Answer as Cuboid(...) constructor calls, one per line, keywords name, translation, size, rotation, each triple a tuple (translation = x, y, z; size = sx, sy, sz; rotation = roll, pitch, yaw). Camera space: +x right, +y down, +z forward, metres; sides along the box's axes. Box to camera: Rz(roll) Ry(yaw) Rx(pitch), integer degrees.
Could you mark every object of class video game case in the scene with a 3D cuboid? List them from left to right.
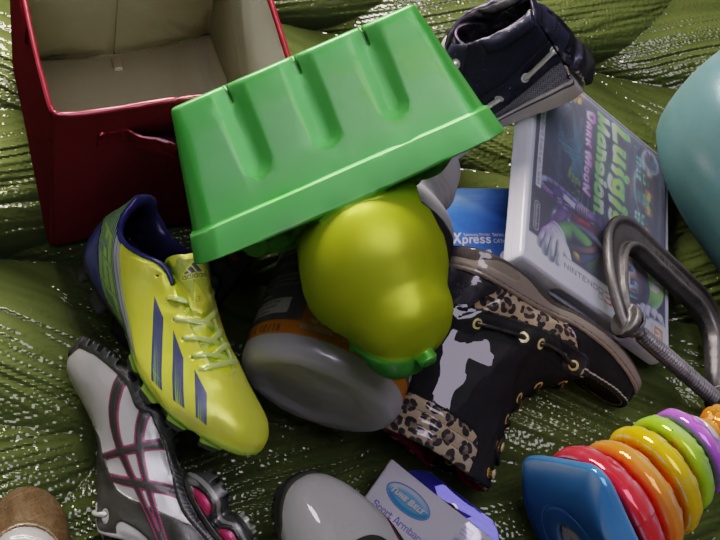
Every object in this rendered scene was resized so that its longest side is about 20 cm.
Cuboid(name="video game case", translation=(0.188, -0.050, 1.015), size=(0.181, 0.023, 0.202), rotation=(32, 51, -31))

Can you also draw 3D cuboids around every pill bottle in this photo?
Cuboid(name="pill bottle", translation=(0.000, 0.000, 0.879), size=(0.115, 0.117, 0.202), rotation=(21, 64, -4))

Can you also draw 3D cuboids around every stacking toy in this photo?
Cuboid(name="stacking toy", translation=(0.223, 0.141, 0.905), size=(0.199, 0.109, 0.117), rotation=(-31, 100, -23))

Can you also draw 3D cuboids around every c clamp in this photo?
Cuboid(name="c clamp", translation=(0.250, 0.055, 0.983), size=(0.200, 0.027, 0.172), rotation=(42, 44, -24))

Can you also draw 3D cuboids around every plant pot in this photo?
Cuboid(name="plant pot", translation=(0.342, -0.096, 1.041), size=(0.199, 0.202, 0.162), rotation=(-25, 62, -26))

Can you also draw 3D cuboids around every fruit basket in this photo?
Cuboid(name="fruit basket", translation=(-0.005, -0.038, 0.776), size=(0.212, 0.156, 0.219), rotation=(-1, 98, -5))

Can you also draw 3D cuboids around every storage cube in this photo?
Cuboid(name="storage cube", translation=(-0.161, -0.144, 0.919), size=(0.169, 0.180, 0.202), rotation=(-10, 66, -19))

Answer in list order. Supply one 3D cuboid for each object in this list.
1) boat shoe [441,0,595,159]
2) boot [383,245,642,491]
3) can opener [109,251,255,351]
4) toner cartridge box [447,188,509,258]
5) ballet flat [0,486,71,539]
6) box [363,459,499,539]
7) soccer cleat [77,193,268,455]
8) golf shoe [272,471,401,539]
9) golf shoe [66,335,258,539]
Cuboid(name="boat shoe", translation=(0.075, -0.148, 0.980), size=(0.093, 0.198, 0.075), rotation=(42, 32, -40))
Cuboid(name="boot", translation=(0.113, 0.092, 0.934), size=(0.199, 0.073, 0.152), rotation=(36, 73, -29))
Cuboid(name="can opener", translation=(-0.095, -0.010, 0.897), size=(0.078, 0.063, 0.201), rotation=(40, 93, -12))
Cuboid(name="toner cartridge box", translation=(0.036, -0.014, 0.989), size=(0.197, 0.043, 0.096), rotation=(-2, 62, -17))
Cuboid(name="ballet flat", translation=(-0.216, 0.222, 0.772), size=(0.067, 0.073, 0.202), rotation=(14, 59, -9))
Cuboid(name="box", translation=(0.022, 0.227, 0.859), size=(0.118, 0.042, 0.201), rotation=(36, 61, 5))
Cuboid(name="soccer cleat", translation=(-0.117, 0.033, 0.828), size=(0.201, 0.084, 0.064), rotation=(51, 22, 25))
Cuboid(name="golf shoe", translation=(0.020, 0.203, 0.791), size=(0.077, 0.088, 0.201), rotation=(-30, 73, -27))
Cuboid(name="golf shoe", translation=(-0.152, 0.133, 0.840), size=(0.088, 0.077, 0.201), rotation=(-35, 70, -13))
